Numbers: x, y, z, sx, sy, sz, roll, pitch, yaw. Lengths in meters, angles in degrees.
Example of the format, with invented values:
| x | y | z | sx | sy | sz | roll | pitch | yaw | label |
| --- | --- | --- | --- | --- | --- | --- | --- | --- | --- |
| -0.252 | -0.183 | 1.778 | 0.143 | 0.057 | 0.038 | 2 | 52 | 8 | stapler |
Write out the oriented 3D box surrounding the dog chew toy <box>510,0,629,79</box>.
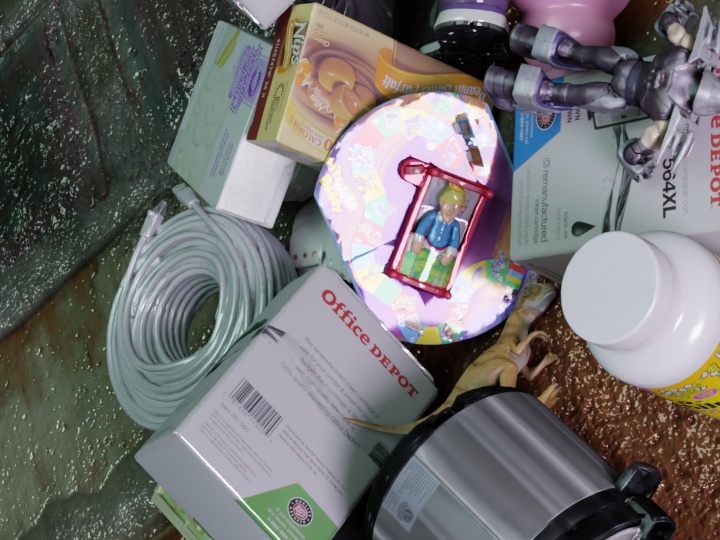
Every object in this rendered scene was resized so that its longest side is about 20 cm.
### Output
| x | y | z | sx | sy | sz | roll | pitch | yaw | label |
| --- | --- | --- | --- | --- | --- | --- | --- | --- | --- |
| 0.169 | -0.249 | 1.241 | 0.124 | 0.124 | 0.203 | -1 | 84 | 41 | dog chew toy |

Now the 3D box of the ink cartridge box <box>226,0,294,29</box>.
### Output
| x | y | z | sx | sy | sz | roll | pitch | yaw | label |
| --- | --- | --- | --- | --- | --- | --- | --- | --- | --- |
| -0.078 | -0.294 | 1.293 | 0.148 | 0.086 | 0.200 | -45 | 25 | 3 | ink cartridge box |

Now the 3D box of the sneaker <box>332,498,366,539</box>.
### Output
| x | y | z | sx | sy | sz | roll | pitch | yaw | label |
| --- | --- | --- | --- | --- | --- | --- | --- | --- | --- |
| 0.010 | 0.219 | 1.261 | 0.105 | 0.075 | 0.203 | -12 | 70 | 27 | sneaker |

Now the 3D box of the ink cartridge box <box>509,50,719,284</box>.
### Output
| x | y | z | sx | sy | sz | roll | pitch | yaw | label |
| --- | --- | --- | --- | --- | --- | --- | --- | --- | --- |
| 0.217 | -0.079 | 1.159 | 0.198 | 0.084 | 0.148 | -10 | 69 | 39 | ink cartridge box |

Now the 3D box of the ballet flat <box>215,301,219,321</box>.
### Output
| x | y | z | sx | sy | sz | roll | pitch | yaw | label |
| --- | --- | --- | --- | --- | --- | --- | --- | --- | --- |
| -0.087 | 0.051 | 1.388 | 0.075 | 0.068 | 0.200 | -37 | 53 | -4 | ballet flat |

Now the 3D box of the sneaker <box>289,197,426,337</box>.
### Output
| x | y | z | sx | sy | sz | roll | pitch | yaw | label |
| --- | --- | --- | --- | --- | --- | --- | --- | --- | --- |
| 0.000 | 0.000 | 1.338 | 0.115 | 0.073 | 0.202 | -38 | 44 | 27 | sneaker |

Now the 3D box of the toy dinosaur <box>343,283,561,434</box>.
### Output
| x | y | z | sx | sy | sz | roll | pitch | yaw | label |
| --- | --- | --- | --- | --- | --- | --- | --- | --- | --- |
| 0.095 | 0.095 | 1.206 | 0.106 | 0.061 | 0.200 | 35 | 64 | 28 | toy dinosaur |

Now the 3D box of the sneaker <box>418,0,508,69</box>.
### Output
| x | y | z | sx | sy | sz | roll | pitch | yaw | label |
| --- | --- | --- | --- | --- | --- | --- | --- | --- | --- |
| 0.091 | -0.220 | 1.265 | 0.200 | 0.075 | 0.089 | 139 | 135 | -84 | sneaker |

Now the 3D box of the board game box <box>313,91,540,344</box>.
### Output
| x | y | z | sx | sy | sz | roll | pitch | yaw | label |
| --- | --- | --- | --- | --- | --- | --- | --- | --- | --- |
| 0.059 | -0.037 | 1.216 | 0.157 | 0.039 | 0.202 | -24 | 99 | -3 | board game box |

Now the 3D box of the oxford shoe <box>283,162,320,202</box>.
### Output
| x | y | z | sx | sy | sz | roll | pitch | yaw | label |
| --- | --- | --- | --- | --- | --- | --- | --- | --- | --- |
| -0.079 | -0.095 | 1.431 | 0.199 | 0.057 | 0.076 | 4 | 79 | 65 | oxford shoe |

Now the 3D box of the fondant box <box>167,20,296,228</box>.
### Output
| x | y | z | sx | sy | sz | roll | pitch | yaw | label |
| --- | --- | --- | --- | --- | --- | --- | --- | --- | --- |
| -0.103 | -0.135 | 1.371 | 0.146 | 0.058 | 0.200 | -69 | 24 | 8 | fondant box |

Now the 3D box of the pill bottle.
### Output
| x | y | z | sx | sy | sz | roll | pitch | yaw | label |
| --- | --- | --- | --- | --- | --- | --- | --- | --- | --- |
| 0.217 | 0.035 | 1.042 | 0.103 | 0.199 | 0.106 | -15 | 66 | 37 | pill bottle |

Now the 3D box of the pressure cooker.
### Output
| x | y | z | sx | sy | sz | roll | pitch | yaw | label |
| --- | --- | --- | --- | --- | --- | --- | --- | --- | --- |
| 0.119 | 0.203 | 1.083 | 0.200 | 0.177 | 0.177 | 41 | 145 | 38 | pressure cooker |

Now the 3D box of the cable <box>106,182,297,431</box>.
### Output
| x | y | z | sx | sy | sz | roll | pitch | yaw | label |
| --- | --- | --- | --- | --- | --- | --- | --- | --- | --- |
| -0.141 | 0.045 | 1.351 | 0.199 | 0.069 | 0.202 | 31 | 93 | 43 | cable |

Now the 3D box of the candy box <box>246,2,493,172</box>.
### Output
| x | y | z | sx | sy | sz | roll | pitch | yaw | label |
| --- | --- | --- | --- | --- | --- | --- | --- | --- | --- |
| 0.013 | -0.129 | 1.273 | 0.055 | 0.198 | 0.117 | 10 | 82 | 55 | candy box |

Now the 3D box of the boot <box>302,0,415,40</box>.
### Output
| x | y | z | sx | sy | sz | roll | pitch | yaw | label |
| --- | --- | --- | --- | --- | --- | --- | --- | --- | --- |
| -0.019 | -0.212 | 1.355 | 0.069 | 0.131 | 0.202 | -21 | 50 | 32 | boot |

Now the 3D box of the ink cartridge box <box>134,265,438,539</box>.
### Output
| x | y | z | sx | sy | sz | roll | pitch | yaw | label |
| --- | --- | --- | --- | --- | --- | --- | --- | --- | --- |
| -0.053 | 0.118 | 1.200 | 0.200 | 0.146 | 0.084 | -49 | 11 | -36 | ink cartridge box |

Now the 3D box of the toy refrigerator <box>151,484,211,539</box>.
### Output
| x | y | z | sx | sy | sz | roll | pitch | yaw | label |
| --- | --- | --- | --- | --- | --- | --- | --- | --- | --- |
| -0.118 | 0.194 | 1.313 | 0.077 | 0.069 | 0.200 | -65 | 20 | -3 | toy refrigerator |

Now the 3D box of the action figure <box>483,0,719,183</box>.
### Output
| x | y | z | sx | sy | sz | roll | pitch | yaw | label |
| --- | --- | --- | --- | --- | --- | --- | --- | --- | --- |
| 0.189 | -0.135 | 1.104 | 0.199 | 0.069 | 0.131 | 17 | 78 | 40 | action figure |
